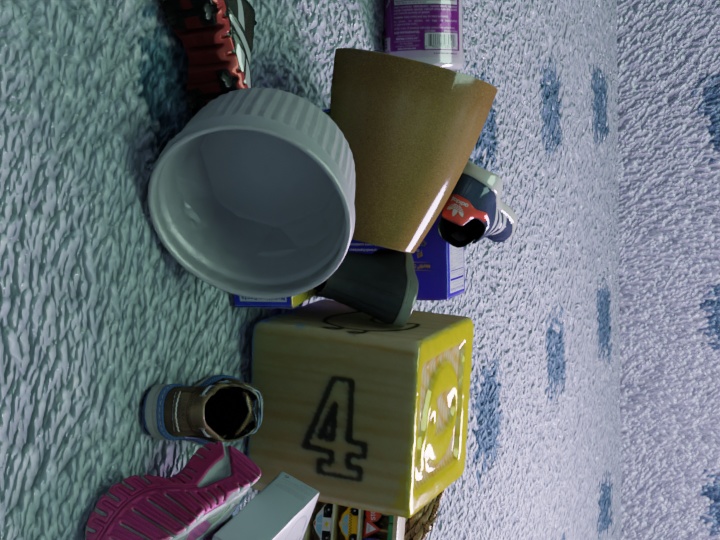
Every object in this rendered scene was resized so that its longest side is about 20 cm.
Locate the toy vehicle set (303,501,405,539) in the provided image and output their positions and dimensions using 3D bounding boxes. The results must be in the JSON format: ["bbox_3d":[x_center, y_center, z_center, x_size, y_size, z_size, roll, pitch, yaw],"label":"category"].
[{"bbox_3d":[-0.013,0.373,1.523,0.026,0.124,0.201,22,70,-66],"label":"toy vehicle set"}]

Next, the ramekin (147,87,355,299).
[{"bbox_3d":[-0.097,-0.081,1.229,0.105,0.199,0.201,-75,155,-52],"label":"ramekin"}]

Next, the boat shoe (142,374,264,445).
[{"bbox_3d":[-0.139,0.146,1.281,0.200,0.072,0.073,1,90,-67],"label":"boat shoe"}]

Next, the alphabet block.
[{"bbox_3d":[0.003,0.149,1.438,0.195,0.199,0.197,-20,114,-66],"label":"alphabet block"}]

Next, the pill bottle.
[{"bbox_3d":[0.086,-0.378,1.757,0.112,0.112,0.201,-14,104,-67],"label":"pill bottle"}]

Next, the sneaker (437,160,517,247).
[{"bbox_3d":[0.133,-0.059,1.513,0.085,0.075,0.200,-59,157,-8],"label":"sneaker"}]

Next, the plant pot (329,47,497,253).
[{"bbox_3d":[0.041,-0.126,1.411,0.186,0.186,0.201,5,99,-67],"label":"plant pot"}]

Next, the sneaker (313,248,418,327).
[{"bbox_3d":[0.000,0.000,1.433,0.200,0.106,0.075,-123,-126,-78],"label":"sneaker"}]

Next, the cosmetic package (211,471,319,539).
[{"bbox_3d":[-0.120,0.320,1.265,0.151,0.052,0.201,-31,145,-61],"label":"cosmetic package"}]

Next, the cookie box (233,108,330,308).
[{"bbox_3d":[-0.080,-0.072,1.412,0.171,0.075,0.201,-30,119,-66],"label":"cookie box"}]

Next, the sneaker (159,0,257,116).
[{"bbox_3d":[-0.138,-0.218,1.273,0.098,0.071,0.201,-52,136,-52],"label":"sneaker"}]

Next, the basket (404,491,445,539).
[{"bbox_3d":[0.037,0.277,1.723,0.143,0.149,0.200,115,-2,-48],"label":"basket"}]

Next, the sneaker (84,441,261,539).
[{"bbox_3d":[-0.176,0.237,1.182,0.200,0.081,0.088,-17,135,-50],"label":"sneaker"}]

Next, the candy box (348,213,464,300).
[{"bbox_3d":[0.043,-0.066,1.586,0.077,0.168,0.201,-12,102,-64],"label":"candy box"}]
